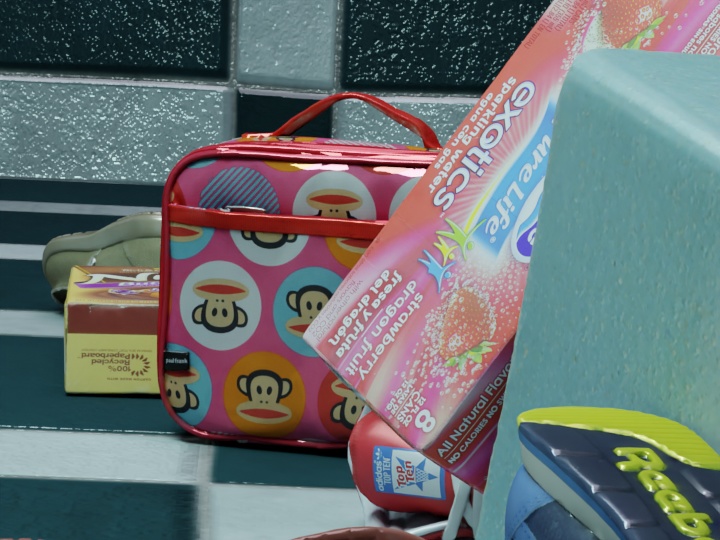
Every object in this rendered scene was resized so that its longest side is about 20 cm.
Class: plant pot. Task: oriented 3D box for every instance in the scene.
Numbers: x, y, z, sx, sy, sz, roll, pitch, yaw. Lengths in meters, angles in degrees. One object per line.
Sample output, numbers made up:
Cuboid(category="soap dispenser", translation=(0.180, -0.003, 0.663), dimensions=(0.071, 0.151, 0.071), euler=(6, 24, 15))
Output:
Cuboid(category="plant pot", translation=(0.181, 0.052, 0.807), dimensions=(0.195, 0.197, 0.200), euler=(0, 19, -29))

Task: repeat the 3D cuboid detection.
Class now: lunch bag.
Cuboid(category="lunch bag", translation=(0.000, 0.000, 1.254), dimensions=(0.199, 0.177, 0.082), euler=(3, 5, 11))

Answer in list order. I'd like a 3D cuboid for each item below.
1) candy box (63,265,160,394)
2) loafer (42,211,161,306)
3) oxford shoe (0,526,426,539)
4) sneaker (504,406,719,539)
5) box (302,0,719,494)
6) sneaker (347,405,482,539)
Cuboid(category="candy box", translation=(-0.117, 0.033, 1.485), dimensions=(0.116, 0.057, 0.200), euler=(1, 4, -6))
Cuboid(category="loafer", translation=(-0.162, 0.006, 1.696), dimensions=(0.075, 0.069, 0.200), euler=(2, -11, -26))
Cuboid(category="oxford shoe", translation=(-0.070, 0.117, 0.710), dimensions=(0.199, 0.071, 0.075), euler=(0, -20, -14))
Cuboid(category="sneaker", translation=(0.091, 0.115, 0.705), dimensions=(0.074, 0.083, 0.200), euler=(7, 24, -17))
Cuboid(category="box", translation=(0.087, -0.013, 0.914), dimensions=(0.100, 0.200, 0.095), euler=(35, 4, -39))
Cuboid(category="sneaker", translation=(0.068, 0.081, 1.001), dimensions=(0.112, 0.072, 0.200), euler=(4, -3, -28))
